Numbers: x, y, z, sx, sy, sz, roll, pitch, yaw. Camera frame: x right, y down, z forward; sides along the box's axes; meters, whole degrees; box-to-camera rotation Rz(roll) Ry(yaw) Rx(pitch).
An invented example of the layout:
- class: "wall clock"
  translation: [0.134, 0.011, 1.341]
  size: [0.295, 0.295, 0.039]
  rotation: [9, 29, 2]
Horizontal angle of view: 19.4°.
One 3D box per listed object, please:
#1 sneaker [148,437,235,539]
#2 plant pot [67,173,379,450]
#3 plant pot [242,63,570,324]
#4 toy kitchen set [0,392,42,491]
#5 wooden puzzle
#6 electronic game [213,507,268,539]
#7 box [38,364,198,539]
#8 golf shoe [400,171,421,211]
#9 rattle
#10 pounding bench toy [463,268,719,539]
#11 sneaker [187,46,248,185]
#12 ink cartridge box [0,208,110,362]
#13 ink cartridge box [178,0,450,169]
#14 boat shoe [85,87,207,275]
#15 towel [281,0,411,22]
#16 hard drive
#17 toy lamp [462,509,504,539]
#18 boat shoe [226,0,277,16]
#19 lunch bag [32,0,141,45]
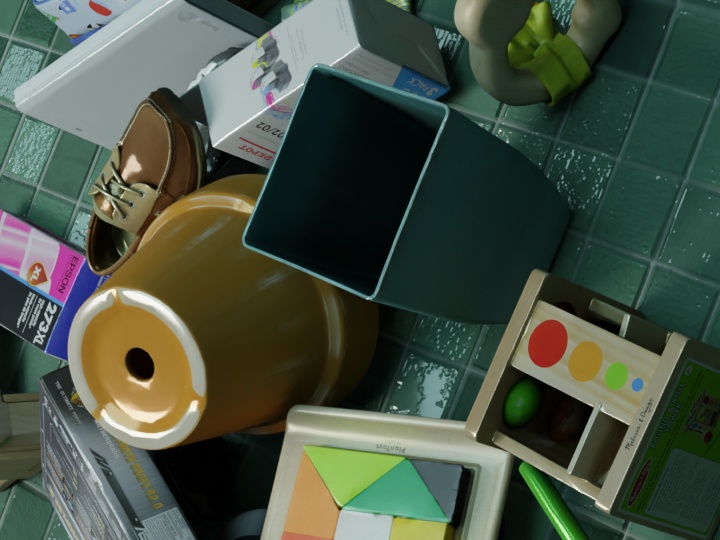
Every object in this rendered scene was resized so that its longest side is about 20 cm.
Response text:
- class: "sneaker"
  translation: [-0.164, 0.134, 1.737]
  size: [0.111, 0.077, 0.200]
  rotation: [-37, 59, 33]
- class: "plant pot"
  translation: [-0.116, 0.046, 1.588]
  size: [0.200, 0.183, 0.200]
  rotation: [10, 111, 28]
- class: "plant pot"
  translation: [0.051, -0.040, 1.527]
  size: [0.141, 0.200, 0.141]
  rotation: [23, 91, 44]
- class: "toy kitchen set"
  translation: [-0.364, 0.092, 1.811]
  size: [0.200, 0.163, 0.181]
  rotation: [-36, 62, 54]
- class: "wooden puzzle"
  translation: [0.006, 0.200, 1.506]
  size: [0.185, 0.037, 0.200]
  rotation: [4, 75, 28]
- class: "electronic game"
  translation: [-0.058, 0.279, 1.598]
  size: [0.200, 0.042, 0.200]
  rotation: [5, 97, 45]
- class: "box"
  translation: [-0.185, 0.191, 1.626]
  size: [0.200, 0.048, 0.158]
  rotation: [56, 155, 31]
- class: "golf shoe"
  translation: [0.000, 0.000, 1.661]
  size: [0.200, 0.078, 0.097]
  rotation: [-38, 72, 31]
- class: "rattle"
  translation: [0.094, -0.214, 1.547]
  size: [0.130, 0.200, 0.143]
  rotation: [-42, 53, 23]
- class: "pounding bench toy"
  translation: [0.156, 0.122, 1.433]
  size: [0.156, 0.124, 0.200]
  rotation: [26, 93, 43]
- class: "sneaker"
  translation: [-0.124, -0.089, 1.791]
  size: [0.090, 0.066, 0.200]
  rotation: [37, 105, 39]
- class: "ink cartridge box"
  translation: [-0.287, 0.017, 1.916]
  size: [0.200, 0.037, 0.095]
  rotation: [26, 93, 41]
- class: "ink cartridge box"
  translation: [-0.044, -0.136, 1.669]
  size: [0.200, 0.115, 0.068]
  rotation: [-31, 58, 31]
- class: "boat shoe"
  translation: [-0.178, -0.060, 1.703]
  size: [0.076, 0.074, 0.200]
  rotation: [46, 144, 22]
- class: "towel"
  translation: [-0.016, -0.146, 1.742]
  size: [0.144, 0.023, 0.200]
  rotation: [-10, 70, 39]
- class: "hard drive"
  translation: [-0.183, -0.173, 1.821]
  size: [0.200, 0.132, 0.026]
  rotation: [-29, 57, 31]
- class: "toy lamp"
  translation: [0.013, 0.192, 1.583]
  size: [0.200, 0.058, 0.058]
  rotation: [-3, 74, 39]
- class: "boat shoe"
  translation: [-0.151, -0.226, 1.854]
  size: [0.200, 0.070, 0.070]
  rotation: [-40, 56, 26]
- class: "lunch bag"
  translation: [-0.194, -0.288, 1.857]
  size: [0.160, 0.076, 0.200]
  rotation: [-18, 37, 41]
